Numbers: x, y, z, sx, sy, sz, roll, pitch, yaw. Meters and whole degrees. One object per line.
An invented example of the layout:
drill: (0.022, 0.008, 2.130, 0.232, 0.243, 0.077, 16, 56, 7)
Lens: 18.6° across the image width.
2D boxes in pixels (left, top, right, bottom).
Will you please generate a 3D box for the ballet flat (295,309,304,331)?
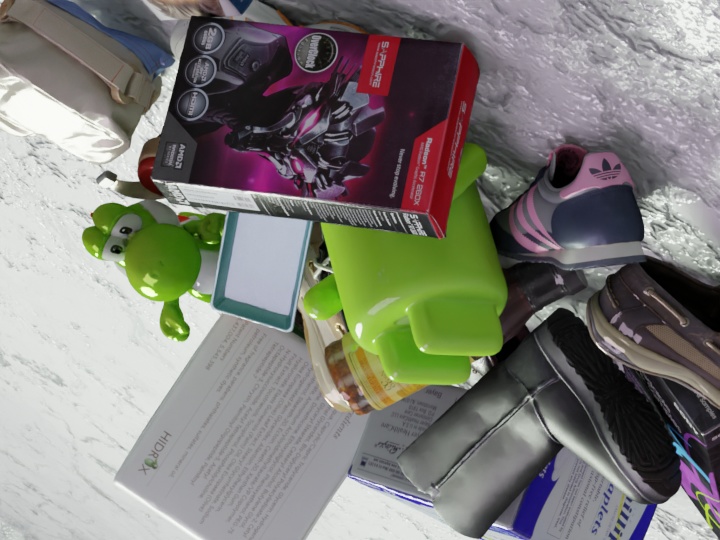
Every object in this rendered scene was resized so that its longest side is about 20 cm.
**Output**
ballet flat: (-0.042, 0.016, 1.904, 0.200, 0.072, 0.072, 35, 158, -4)

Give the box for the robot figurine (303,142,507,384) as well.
robot figurine: (0.035, -0.019, 1.563, 0.115, 0.201, 0.175, 2, 149, -31)

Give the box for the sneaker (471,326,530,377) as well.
sneaker: (0.083, 0.065, 1.759, 0.116, 0.076, 0.200, 49, 162, 15)

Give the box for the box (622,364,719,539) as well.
box: (0.241, 0.110, 1.638, 0.143, 0.036, 0.200, 57, 174, 36)

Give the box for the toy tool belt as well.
toy tool belt: (-0.202, -0.154, 1.724, 0.199, 0.123, 0.125, 29, 146, -22)

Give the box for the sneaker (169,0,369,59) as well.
sneaker: (-0.072, -0.137, 1.568, 0.199, 0.092, 0.076, 15, 152, 39)

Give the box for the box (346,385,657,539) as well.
box: (0.125, 0.175, 1.864, 0.183, 0.105, 0.200, 15, 170, 40)

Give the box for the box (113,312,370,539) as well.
box: (-0.092, 0.144, 1.969, 0.171, 0.200, 0.199, 34, -179, -2)

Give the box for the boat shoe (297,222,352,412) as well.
boat shoe: (-0.016, 0.009, 1.763, 0.069, 0.074, 0.201, -21, 88, 33)

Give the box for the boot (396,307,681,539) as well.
boot: (0.132, 0.148, 1.666, 0.200, 0.065, 0.165, -45, 68, 37)

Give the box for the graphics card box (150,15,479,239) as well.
graphics card box: (-0.030, -0.098, 1.475, 0.199, 0.126, 0.051, 8, 163, 16)

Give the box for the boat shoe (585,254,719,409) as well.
boat shoe: (0.254, 0.048, 1.512, 0.199, 0.075, 0.073, 19, 127, -15)

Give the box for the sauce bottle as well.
sauce bottle: (0.071, 0.038, 1.630, 0.066, 0.199, 0.066, 55, -166, -21)

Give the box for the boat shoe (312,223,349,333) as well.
boat shoe: (0.000, 0.000, 1.693, 0.071, 0.063, 0.201, -14, 99, 65)

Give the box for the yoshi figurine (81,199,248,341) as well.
yoshi figurine: (-0.130, -0.003, 1.763, 0.112, 0.113, 0.199, -9, 166, 41)

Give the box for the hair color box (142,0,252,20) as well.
hair color box: (-0.152, -0.257, 1.473, 0.100, 0.061, 0.200, 5, 145, 51)

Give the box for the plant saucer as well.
plant saucer: (-0.066, -0.050, 1.687, 0.070, 0.019, 0.201, 16, 118, 9)

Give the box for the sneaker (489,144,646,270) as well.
sneaker: (0.141, -0.047, 1.520, 0.200, 0.070, 0.083, -170, 73, -70)
